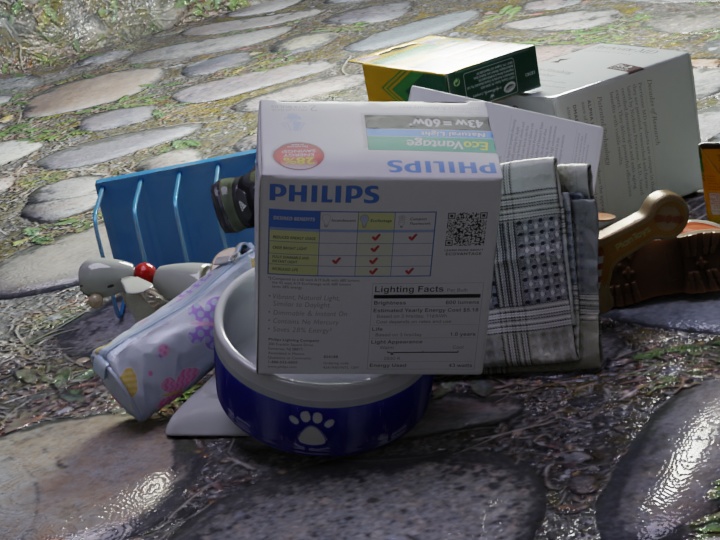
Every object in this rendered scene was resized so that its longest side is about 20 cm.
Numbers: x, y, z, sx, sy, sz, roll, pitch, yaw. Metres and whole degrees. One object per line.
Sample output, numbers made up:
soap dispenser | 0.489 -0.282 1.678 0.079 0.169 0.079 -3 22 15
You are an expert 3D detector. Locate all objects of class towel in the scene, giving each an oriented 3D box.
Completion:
towel | 0.125 -0.001 1.567 0.198 0.195 0.035 -5 -5 20

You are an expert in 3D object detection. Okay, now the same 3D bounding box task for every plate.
plate | -0.062 0.100 1.623 0.198 0.033 0.200 -3 21 24

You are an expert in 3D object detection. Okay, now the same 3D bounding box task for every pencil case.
pencil case | -0.161 0.058 1.638 0.200 0.091 0.083 -38 61 -15

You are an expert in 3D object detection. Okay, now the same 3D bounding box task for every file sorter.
file sorter | -0.195 -0.038 1.938 0.198 0.140 0.123 -11 21 2

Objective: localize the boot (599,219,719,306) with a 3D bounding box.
boot | 0.284 -0.013 1.703 0.198 0.076 0.107 -1 13 12

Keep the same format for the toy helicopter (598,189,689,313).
toy helicopter | 0.219 -0.024 1.612 0.199 0.133 0.079 -29 21 -8

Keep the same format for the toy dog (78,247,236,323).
toy dog | -0.196 0.038 1.792 0.198 0.132 0.097 -8 57 22

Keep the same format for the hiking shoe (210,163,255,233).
hiking shoe | -0.067 -0.087 1.752 0.100 0.076 0.200 -8 16 29

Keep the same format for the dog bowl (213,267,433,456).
dog bowl | -0.031 0.072 1.516 0.198 0.079 0.201 2 35 -1

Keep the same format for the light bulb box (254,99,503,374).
light bulb box | 0.010 -0.027 1.415 0.196 0.201 0.125 0 36 -5

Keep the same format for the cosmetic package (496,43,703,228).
cosmetic package | 0.262 -0.153 1.957 0.199 0.166 0.164 -21 21 -27

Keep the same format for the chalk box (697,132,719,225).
chalk box | 0.457 -0.101 1.765 0.124 0.125 0.199 5 24 43

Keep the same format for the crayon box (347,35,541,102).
crayon box | 0.092 -0.220 1.914 0.125 0.052 0.199 -21 21 -28

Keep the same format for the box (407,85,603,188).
box | 0.133 -0.096 1.730 0.198 0.125 0.098 13 62 1
